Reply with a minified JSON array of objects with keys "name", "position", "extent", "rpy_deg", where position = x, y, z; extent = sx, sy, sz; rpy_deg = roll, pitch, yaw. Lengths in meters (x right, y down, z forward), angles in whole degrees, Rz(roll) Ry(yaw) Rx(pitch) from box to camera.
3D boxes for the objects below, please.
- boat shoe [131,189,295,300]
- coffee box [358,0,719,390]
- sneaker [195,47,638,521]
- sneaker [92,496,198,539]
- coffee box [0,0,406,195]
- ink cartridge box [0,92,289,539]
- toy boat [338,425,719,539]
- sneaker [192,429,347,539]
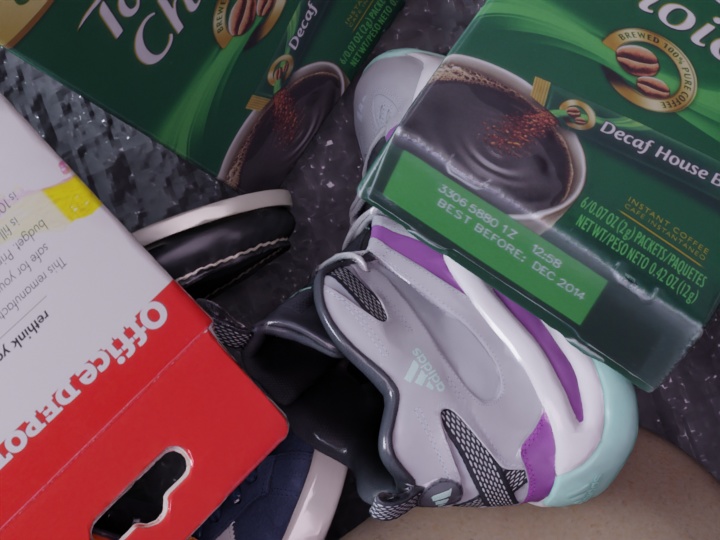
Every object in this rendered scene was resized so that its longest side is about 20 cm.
[{"name":"boat shoe","position":[-0.104,0.036,0.784],"extent":[0.198,0.075,0.067],"rpy_deg":[-26,80,5]},{"name":"coffee box","position":[0.096,-0.065,0.732],"extent":[0.122,0.044,0.200],"rpy_deg":[34,50,3]},{"name":"sneaker","position":[0.000,0.000,0.731],"extent":[0.139,0.078,0.201],"rpy_deg":[-7,49,-24]},{"name":"sneaker","position":[-0.073,0.155,0.720],"extent":[0.200,0.078,0.112],"rpy_deg":[43,89,-17]},{"name":"coffee box","position":[-0.059,-0.107,0.727],"extent":[0.044,0.200,0.123],"rpy_deg":[35,91,30]},{"name":"ink cartridge box","position":[-0.132,0.019,0.670],"extent":[0.200,0.067,0.116],"rpy_deg":[48,67,-3]},{"name":"toy boat","position":[0.057,0.148,0.763],"extent":[0.199,0.131,0.131],"rpy_deg":[-32,60,-24]},{"name":"sneaker","position":[-0.071,0.118,0.785],"extent":[0.084,0.075,0.201],"rpy_deg":[27,91,-3]}]
